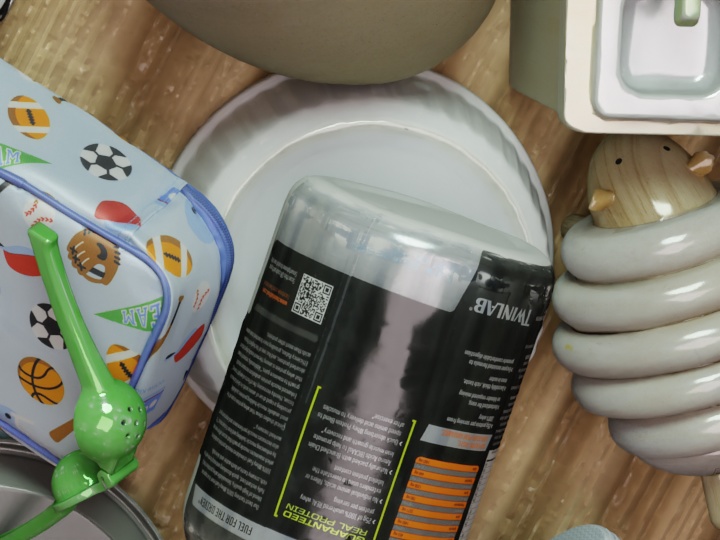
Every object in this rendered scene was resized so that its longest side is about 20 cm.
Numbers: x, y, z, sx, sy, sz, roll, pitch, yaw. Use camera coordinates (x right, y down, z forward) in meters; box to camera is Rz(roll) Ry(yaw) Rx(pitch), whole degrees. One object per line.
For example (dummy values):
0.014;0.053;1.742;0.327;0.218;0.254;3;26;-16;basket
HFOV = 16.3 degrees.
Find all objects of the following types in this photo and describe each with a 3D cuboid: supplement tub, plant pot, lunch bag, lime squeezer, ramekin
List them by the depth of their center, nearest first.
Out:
-0.002;0.070;1.092;0.122;0.123;0.200;18;97;-9;supplement tub
-0.131;0.076;1.105;0.071;0.038;0.200;21;130;7;lime squeezer
-0.005;-0.162;1.141;0.200;0.200;0.135;-37;136;0;plant pot
-0.165;-0.006;1.147;0.200;0.076;0.160;34;130;10;lunch bag
0.000;0.000;1.198;0.202;0.094;0.203;-1;99;-7;ramekin

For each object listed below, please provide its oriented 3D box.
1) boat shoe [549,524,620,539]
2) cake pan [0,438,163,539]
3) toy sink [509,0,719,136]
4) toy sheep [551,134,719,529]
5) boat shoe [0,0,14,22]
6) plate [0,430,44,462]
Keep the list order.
0.050;0.198;1.174;0.200;0.072;0.062;-33;106;-2;boat shoe
-0.182;0.182;1.211;0.200;0.037;0.201;-1;99;-7;cake pan
0.147;-0.120;1.142;0.130;0.200;0.112;0;99;-7;toy sink
0.153;0.027;1.199;0.138;0.138;0.200;-21;101;-3;toy sheep
-0.172;-0.204;1.162;0.074;0.060;0.200;15;97;-8;boat shoe
-0.213;0.150;1.233;0.200;0.026;0.201;-1;100;-6;plate
